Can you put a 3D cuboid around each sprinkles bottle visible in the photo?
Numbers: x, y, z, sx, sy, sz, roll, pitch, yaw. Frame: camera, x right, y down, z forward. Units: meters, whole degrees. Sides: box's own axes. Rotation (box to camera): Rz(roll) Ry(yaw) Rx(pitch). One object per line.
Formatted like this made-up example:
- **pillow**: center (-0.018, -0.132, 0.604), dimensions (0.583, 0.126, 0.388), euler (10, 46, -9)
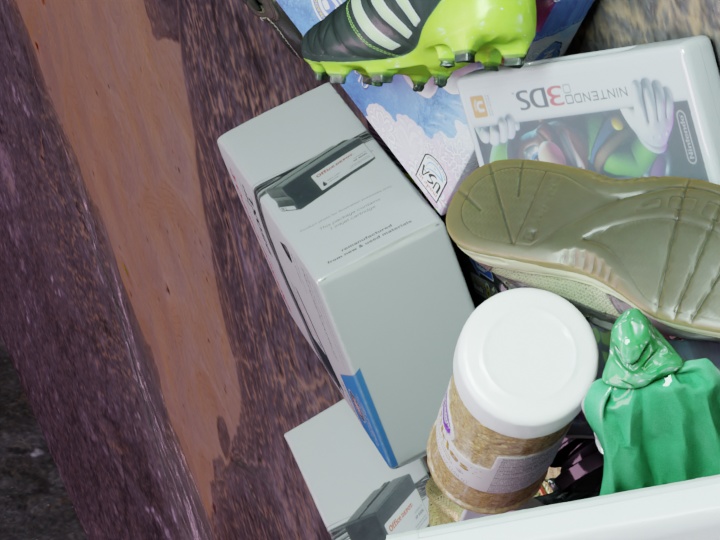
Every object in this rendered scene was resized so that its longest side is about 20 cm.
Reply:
- **sprinkles bottle**: center (0.074, 0.069, 1.414), dimensions (0.200, 0.068, 0.069), euler (100, 149, -72)

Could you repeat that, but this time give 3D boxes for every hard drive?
- **hard drive**: center (0.128, 0.155, 1.359), dimensions (0.132, 0.199, 0.026), euler (55, -148, -41)

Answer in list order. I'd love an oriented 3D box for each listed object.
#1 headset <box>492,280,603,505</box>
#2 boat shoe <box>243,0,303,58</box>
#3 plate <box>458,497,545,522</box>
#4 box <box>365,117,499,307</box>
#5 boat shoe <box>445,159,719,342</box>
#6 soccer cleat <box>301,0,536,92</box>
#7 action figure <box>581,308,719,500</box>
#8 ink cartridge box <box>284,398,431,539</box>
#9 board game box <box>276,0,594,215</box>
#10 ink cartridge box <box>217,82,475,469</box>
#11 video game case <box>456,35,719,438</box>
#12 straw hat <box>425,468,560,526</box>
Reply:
- **headset**: center (0.124, 0.072, 1.585), dimensions (0.124, 0.094, 0.201), euler (46, 140, 33)
- **boat shoe**: center (-0.060, -0.204, 1.798), dimensions (0.201, 0.066, 0.072), euler (66, -151, -57)
- **plate**: center (0.135, 0.206, 1.616), dimensions (0.200, 0.032, 0.200), euler (38, 156, 9)
- **box**: center (0.064, -0.035, 1.705), dimensions (0.200, 0.044, 0.161), euler (-147, 41, -67)
- **boat shoe**: center (0.136, -0.003, 1.342), dimensions (0.200, 0.072, 0.066), euler (15, 161, 33)
- **soccer cleat**: center (0.031, -0.138, 1.454), dimensions (0.200, 0.067, 0.082), euler (-5, 82, 61)
- **action figure**: center (0.150, 0.091, 1.343), dimensions (0.055, 0.118, 0.200), euler (-95, -12, -45)
- **ink cartridge box**: center (0.042, 0.191, 1.876), dimensions (0.201, 0.083, 0.145), euler (65, -171, 26)
- **board game box**: center (0.029, -0.165, 1.530), dimensions (0.200, 0.043, 0.199), euler (53, 148, 18)
- **ink cartridge box**: center (0.000, 0.000, 1.673), dimensions (0.200, 0.084, 0.145), euler (54, 168, 57)
- **video game case**: center (0.133, -0.011, 1.415), dimensions (0.181, 0.023, 0.201), euler (-3, 105, 55)
- **straw hat**: center (0.087, 0.150, 1.755), dimensions (0.201, 0.085, 0.202), euler (162, 90, -75)
